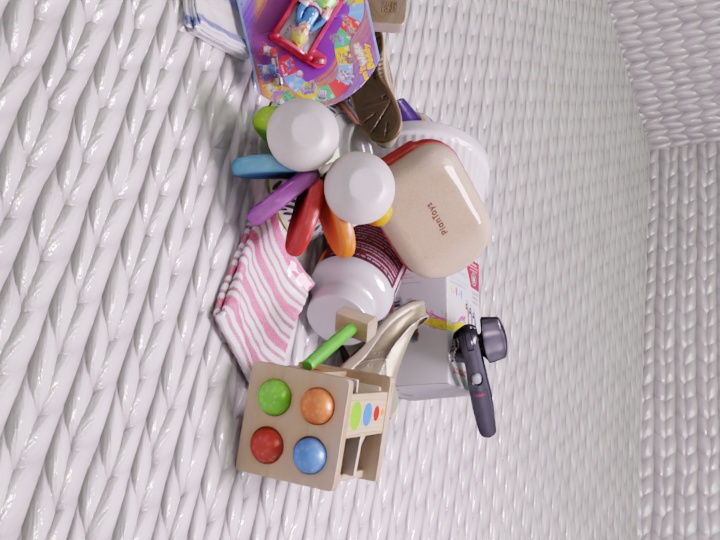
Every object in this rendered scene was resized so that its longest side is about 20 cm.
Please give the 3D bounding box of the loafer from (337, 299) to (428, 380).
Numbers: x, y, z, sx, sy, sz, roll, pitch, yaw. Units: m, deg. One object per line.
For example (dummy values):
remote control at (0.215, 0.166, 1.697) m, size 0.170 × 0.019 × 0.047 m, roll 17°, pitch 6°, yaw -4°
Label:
loafer at (0.026, 0.121, 1.704) m, size 0.200 × 0.068 × 0.076 m, roll -45°, pitch 174°, yaw -18°

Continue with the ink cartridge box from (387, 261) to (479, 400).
ink cartridge box at (0.084, 0.080, 1.869) m, size 0.145 × 0.144 × 0.201 m, roll 26°, pitch 62°, yaw -64°

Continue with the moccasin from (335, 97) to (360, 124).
moccasin at (-0.042, -0.258, 1.750) m, size 0.201 × 0.077 × 0.074 m, roll 45°, pitch 59°, yaw -50°

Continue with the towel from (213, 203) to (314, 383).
towel at (-0.113, 0.034, 1.549) m, size 0.200 × 0.030 × 0.147 m, roll -73°, pitch 148°, yaw -43°

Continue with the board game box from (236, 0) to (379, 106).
board game box at (-0.058, -0.293, 1.545) m, size 0.039 × 0.157 × 0.201 m, roll -152°, pitch -132°, yaw -74°

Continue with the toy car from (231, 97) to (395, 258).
toy car at (-0.065, -0.098, 1.524) m, size 0.200 × 0.150 × 0.175 m, roll 43°, pitch -9°, yaw -7°

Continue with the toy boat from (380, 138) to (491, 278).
toy boat at (0.081, -0.088, 1.685) m, size 0.200 × 0.130 × 0.131 m, roll 58°, pitch 1°, yaw -34°

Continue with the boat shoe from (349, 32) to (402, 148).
boat shoe at (0.007, -0.256, 1.693) m, size 0.065 × 0.072 × 0.201 m, roll 67°, pitch 5°, yaw -81°

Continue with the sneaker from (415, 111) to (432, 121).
sneaker at (0.116, -0.159, 2.103) m, size 0.088 × 0.075 × 0.201 m, roll -28°, pitch 110°, yaw -67°

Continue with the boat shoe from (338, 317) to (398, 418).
boat shoe at (0.004, 0.114, 1.774) m, size 0.063 × 0.071 × 0.201 m, roll 126°, pitch -47°, yaw -67°

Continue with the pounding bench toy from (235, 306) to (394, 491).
pounding bench toy at (-0.048, 0.139, 1.500) m, size 0.156 × 0.124 × 0.201 m, roll 11°, pitch 88°, yaw -67°

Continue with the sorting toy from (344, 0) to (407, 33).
sorting toy at (-0.034, -0.382, 1.660) m, size 0.070 × 0.198 × 0.201 m, roll 89°, pitch 7°, yaw -65°

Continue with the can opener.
can opener at (0.165, 0.152, 1.787) m, size 0.063 × 0.078 × 0.201 m, roll -73°, pitch 159°, yaw -54°

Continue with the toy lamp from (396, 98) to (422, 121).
toy lamp at (0.095, -0.172, 2.026) m, size 0.201 × 0.058 × 0.058 m, roll 65°, pitch 22°, yaw 4°

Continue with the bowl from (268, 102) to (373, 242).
bowl at (-0.040, -0.141, 1.691) m, size 0.201 × 0.094 × 0.202 m, roll -7°, pitch 90°, yaw -69°

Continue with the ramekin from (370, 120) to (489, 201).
ramekin at (0.083, -0.108, 1.836) m, size 0.200 × 0.199 × 0.105 m, roll 54°, pitch 33°, yaw -51°

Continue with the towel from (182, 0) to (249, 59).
towel at (-0.168, -0.357, 1.527) m, size 0.147 × 0.024 × 0.201 m, roll 17°, pitch 68°, yaw -67°

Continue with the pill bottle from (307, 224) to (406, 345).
pill bottle at (0.000, 0.000, 1.720) m, size 0.200 × 0.113 × 0.113 m, roll -65°, pitch 143°, yaw -46°
